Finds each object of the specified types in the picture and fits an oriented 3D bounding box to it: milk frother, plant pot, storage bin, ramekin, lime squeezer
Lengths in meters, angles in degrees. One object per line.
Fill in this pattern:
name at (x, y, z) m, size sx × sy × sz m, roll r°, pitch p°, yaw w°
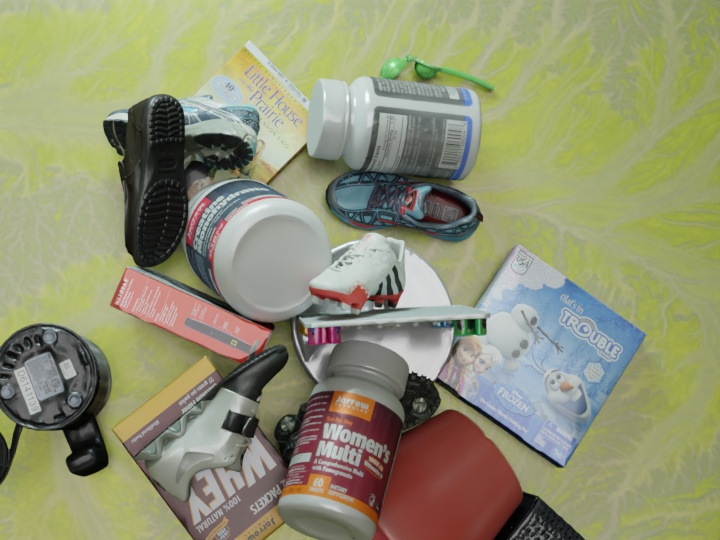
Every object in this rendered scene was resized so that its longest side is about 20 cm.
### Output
milk frother at (-0.391, 0.160, 1.606) m, size 0.197 × 0.188 × 0.183 m, roll -5°, pitch 84°, yaw -5°
plant pot at (0.082, 0.273, 1.646) m, size 0.177 × 0.200 × 0.201 m, roll -37°, pitch 88°, yaw -17°
storage bin at (0.171, 0.372, 1.660) m, size 0.094 × 0.135 × 0.200 m, roll 42°, pitch 82°, yaw -2°
ramekin at (0.012, 0.066, 1.700) m, size 0.200 × 0.094 × 0.205 m, roll 0°, pitch 85°, yaw -5°
lime squeezer at (0.070, -0.240, 1.766) m, size 0.198 × 0.038 × 0.071 m, roll -15°, pitch 86°, yaw -7°

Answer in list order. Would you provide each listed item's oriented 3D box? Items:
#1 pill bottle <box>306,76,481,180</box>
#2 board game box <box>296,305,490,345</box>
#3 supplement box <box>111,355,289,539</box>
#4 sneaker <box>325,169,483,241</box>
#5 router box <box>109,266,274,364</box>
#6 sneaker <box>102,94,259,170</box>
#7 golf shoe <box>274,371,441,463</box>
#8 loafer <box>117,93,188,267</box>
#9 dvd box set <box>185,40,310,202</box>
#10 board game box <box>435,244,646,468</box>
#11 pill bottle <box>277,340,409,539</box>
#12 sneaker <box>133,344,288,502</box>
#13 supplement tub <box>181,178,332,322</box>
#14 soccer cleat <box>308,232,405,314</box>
pill bottle at (0.039, -0.176, 1.705) m, size 0.197 × 0.114 × 0.115 m, roll 5°, pitch 83°, yaw -13°
board game box at (0.031, 0.060, 1.554) m, size 0.197 × 0.200 × 0.026 m, roll -3°, pitch 91°, yaw -5°
supplement box at (-0.171, 0.222, 1.615) m, size 0.132 × 0.197 × 0.201 m, roll -37°, pitch 89°, yaw -8°
sneaker at (0.056, -0.090, 1.719) m, size 0.197 × 0.096 × 0.080 m, roll 8°, pitch 83°, yaw -5°
router box at (-0.190, 0.053, 1.628) m, size 0.178 × 0.200 × 0.049 m, roll 24°, pitch 89°, yaw -3°
sneaker at (-0.214, -0.172, 1.694) m, size 0.197 × 0.078 × 0.087 m, roll 7°, pitch 48°, yaw 11°
golf shoe at (0.000, 0.174, 1.622) m, size 0.198 × 0.088 × 0.078 m, roll -18°, pitch 64°, yaw 5°
loafer at (-0.245, -0.105, 1.629) m, size 0.072 × 0.071 × 0.203 m, roll 2°, pitch 97°, yaw -44°
dvd box set at (-0.158, -0.166, 1.740) m, size 0.200 × 0.029 × 0.146 m, roll -45°, pitch 89°, yaw -7°
board game box at (0.222, 0.106, 1.740) m, size 0.199 × 0.043 × 0.200 m, roll 34°, pitch 81°, yaw -1°
pill bottle at (-0.013, 0.185, 1.508) m, size 0.108 × 0.110 × 0.202 m, roll 18°, pitch 63°, yaw -3°
sneaker at (-0.140, 0.165, 1.491) m, size 0.200 × 0.074 × 0.089 m, roll -42°, pitch 89°, yaw 0°
supplement tub at (-0.127, -0.029, 1.627) m, size 0.139 × 0.200 × 0.142 m, roll -6°, pitch 105°, yaw -22°
soccer cleat at (0.000, 0.000, 1.565) m, size 0.068 × 0.199 × 0.086 m, roll 13°, pitch 96°, yaw 25°
